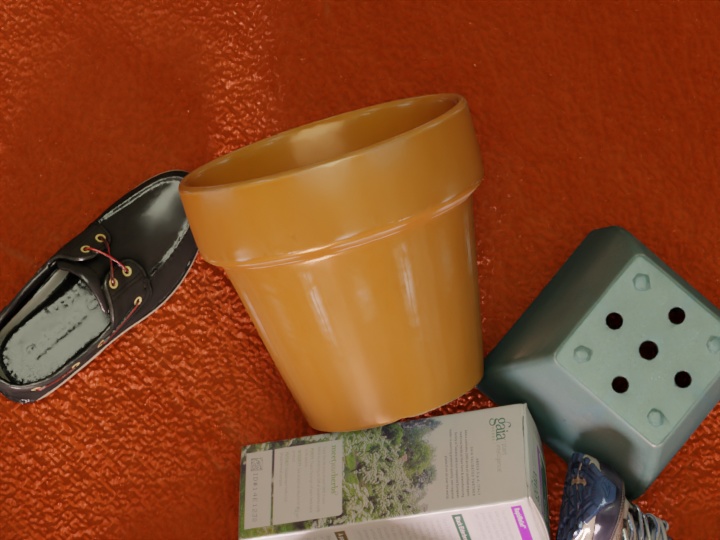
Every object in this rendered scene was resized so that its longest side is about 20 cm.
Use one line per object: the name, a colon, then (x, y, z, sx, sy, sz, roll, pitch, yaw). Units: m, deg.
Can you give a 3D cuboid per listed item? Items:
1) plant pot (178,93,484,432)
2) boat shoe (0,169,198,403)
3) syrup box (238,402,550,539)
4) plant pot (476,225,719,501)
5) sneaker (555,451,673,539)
plant pot: (0.000, 0.000, 1.632, 0.199, 0.200, 0.184, -18, 101, -3)
boat shoe: (-0.178, 0.010, 1.681, 0.074, 0.063, 0.201, 44, 84, 4)
syrup box: (0.024, 0.154, 1.629, 0.199, 0.082, 0.079, -9, 49, 10)
plant pot: (0.177, 0.058, 1.617, 0.141, 0.200, 0.142, 40, 84, 2)
sneaker: (0.170, 0.177, 1.608, 0.085, 0.200, 0.078, 8, 66, 6)
